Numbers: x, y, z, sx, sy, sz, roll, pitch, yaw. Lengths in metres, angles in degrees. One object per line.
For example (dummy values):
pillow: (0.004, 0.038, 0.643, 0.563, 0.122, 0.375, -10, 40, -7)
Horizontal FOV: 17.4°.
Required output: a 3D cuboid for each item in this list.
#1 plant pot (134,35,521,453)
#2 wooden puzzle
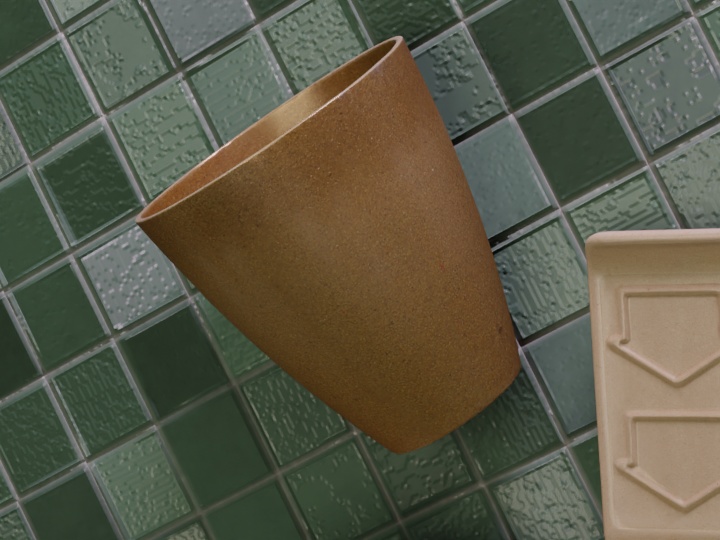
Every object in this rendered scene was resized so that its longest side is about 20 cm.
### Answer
plant pot: (0.000, 0.000, 1.362, 0.186, 0.186, 0.200, -29, 99, 25)
wooden puzzle: (0.225, 0.071, 1.333, 0.184, 0.046, 0.201, -1, 102, 25)
